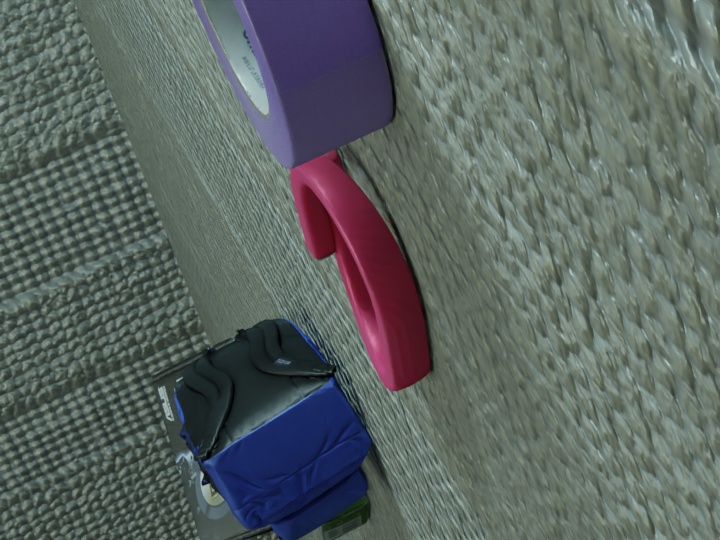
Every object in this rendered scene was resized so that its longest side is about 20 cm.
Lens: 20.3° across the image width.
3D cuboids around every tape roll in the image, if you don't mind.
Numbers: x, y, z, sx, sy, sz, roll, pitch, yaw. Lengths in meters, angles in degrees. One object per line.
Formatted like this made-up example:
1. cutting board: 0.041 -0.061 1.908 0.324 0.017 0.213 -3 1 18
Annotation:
1. tape roll: -0.053 -0.161 1.140 0.201 0.065 0.200 62 171 18

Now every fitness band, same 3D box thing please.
1. fitness band: 0.000 0.000 1.367 0.144 0.037 0.200 61 172 31

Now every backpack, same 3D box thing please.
1. backpack: -0.090 0.154 1.947 0.168 0.162 0.200 66 172 -29

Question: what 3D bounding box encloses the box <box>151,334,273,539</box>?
1. box: -0.120 0.178 2.131 0.164 0.086 0.201 -26 79 48

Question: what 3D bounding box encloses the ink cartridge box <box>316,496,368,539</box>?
1. ink cartridge box: -0.059 0.191 2.210 0.104 0.059 0.201 91 154 -71
